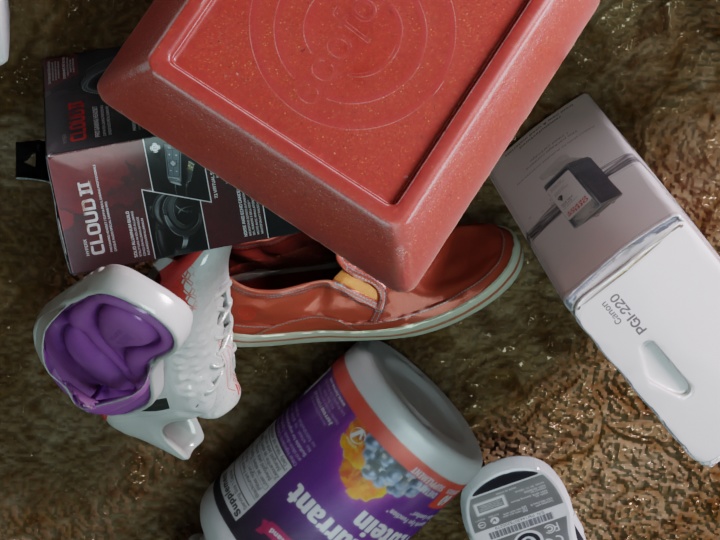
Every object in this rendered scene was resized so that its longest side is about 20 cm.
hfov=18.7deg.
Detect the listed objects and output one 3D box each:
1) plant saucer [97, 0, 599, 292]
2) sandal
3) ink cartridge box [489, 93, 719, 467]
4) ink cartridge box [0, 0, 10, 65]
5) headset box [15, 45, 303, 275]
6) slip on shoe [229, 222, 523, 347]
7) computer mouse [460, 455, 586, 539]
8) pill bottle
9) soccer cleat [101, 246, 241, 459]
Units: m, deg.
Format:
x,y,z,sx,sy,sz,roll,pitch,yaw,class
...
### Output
x,y,z,sx,sy,sz,roll,pitch,yaw,class
-0.004,-0.124,1.139,0.199,0.037,0.200,33,80,4,plant saucer
-0.148,0.049,1.206,0.082,0.203,0.050,31,65,-2,sandal
0.164,0.001,1.272,0.085,0.200,0.146,-38,115,9,ink cartridge box
-0.270,-0.206,1.171,0.146,0.083,0.201,-7,117,-5,ink cartridge box
-0.094,-0.074,1.225,0.199,0.149,0.078,-9,116,-4,headset box
0.000,0.000,1.315,0.199,0.074,0.061,-7,133,0,slip on shoe
0.120,0.190,1.444,0.109,0.044,0.201,-18,122,5,computer mouse
-0.029,0.148,1.360,0.111,0.112,0.200,40,104,-23,pill bottle
-0.100,0.042,1.282,0.085,0.069,0.200,36,138,2,soccer cleat
